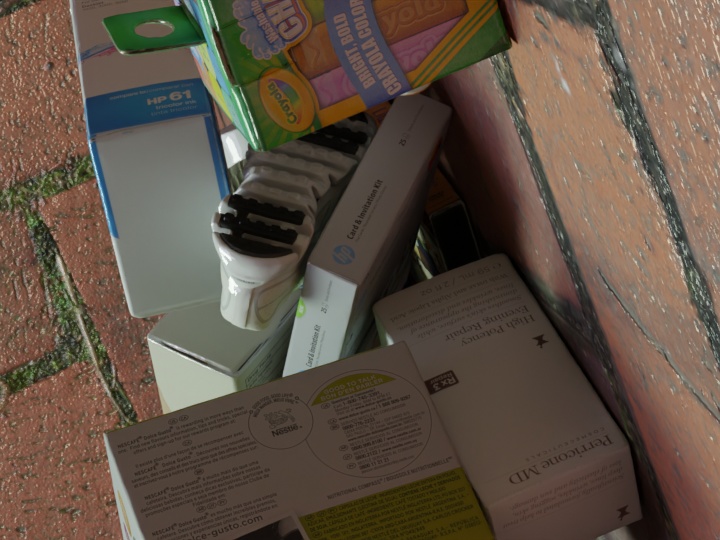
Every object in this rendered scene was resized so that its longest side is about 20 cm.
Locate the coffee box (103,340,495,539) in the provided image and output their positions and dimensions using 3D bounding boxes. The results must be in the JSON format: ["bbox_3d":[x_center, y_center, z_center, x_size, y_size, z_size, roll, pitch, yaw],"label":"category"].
[{"bbox_3d":[-0.029,0.196,1.618,0.200,0.200,0.198,88,161,-55],"label":"coffee box"}]

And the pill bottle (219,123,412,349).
[{"bbox_3d":[-0.035,-0.023,1.939,0.111,0.111,0.200,-153,39,-80],"label":"pill bottle"}]

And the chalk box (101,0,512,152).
[{"bbox_3d":[-0.040,-0.153,1.431,0.124,0.200,0.124,-125,13,-61],"label":"chalk box"}]

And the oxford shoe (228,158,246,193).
[{"bbox_3d":[-0.062,-0.050,1.829,0.200,0.075,0.058,-17,118,47],"label":"oxford shoe"}]

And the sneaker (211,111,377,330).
[{"bbox_3d":[-0.046,-0.040,1.673,0.200,0.075,0.081,-58,-19,-48],"label":"sneaker"}]

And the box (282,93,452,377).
[{"bbox_3d":[0.000,0.000,1.720,0.041,0.156,0.200,24,147,6],"label":"box"}]

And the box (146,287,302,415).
[{"bbox_3d":[-0.080,0.097,1.834,0.078,0.095,0.200,22,141,26],"label":"box"}]

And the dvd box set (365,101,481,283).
[{"bbox_3d":[0.045,-0.036,1.892,0.200,0.029,0.147,-123,12,-54],"label":"dvd box set"}]

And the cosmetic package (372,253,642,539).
[{"bbox_3d":[0.090,0.087,1.648,0.200,0.101,0.074,-122,13,-47],"label":"cosmetic package"}]

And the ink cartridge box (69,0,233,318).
[{"bbox_3d":[-0.135,-0.088,1.738,0.200,0.084,0.145,-107,5,-55],"label":"ink cartridge box"}]

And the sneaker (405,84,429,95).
[{"bbox_3d":[-0.005,-0.193,1.559,0.200,0.078,0.079,58,-178,-22],"label":"sneaker"}]
